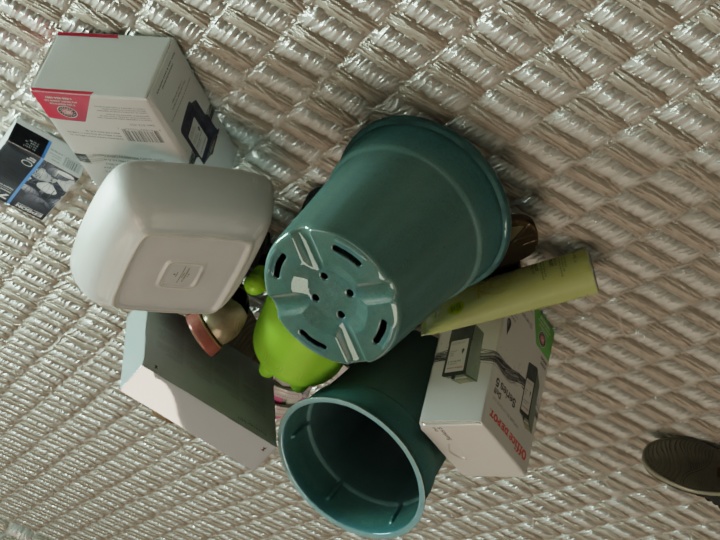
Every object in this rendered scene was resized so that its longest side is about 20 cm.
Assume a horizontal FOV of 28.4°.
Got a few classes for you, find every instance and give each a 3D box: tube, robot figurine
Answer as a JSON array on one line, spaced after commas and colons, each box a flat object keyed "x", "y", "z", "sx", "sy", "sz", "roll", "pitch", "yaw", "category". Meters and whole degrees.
[{"x": 0.160, "y": 0.027, "z": 1.565, "sx": 0.199, "sy": 0.052, "sz": 0.058, "roll": -16, "pitch": 165, "yaw": 11, "category": "tube"}, {"x": -0.055, "y": 0.054, "z": 1.636, "sx": 0.175, "sy": 0.116, "sz": 0.200, "roll": 26, "pitch": 137, "yaw": 0, "category": "robot figurine"}]

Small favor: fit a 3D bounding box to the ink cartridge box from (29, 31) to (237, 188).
[{"x": -0.237, "y": -0.158, "z": 1.522, "sx": 0.144, "sy": 0.085, "sz": 0.200, "roll": 7, "pitch": 151, "yaw": 22, "category": "ink cartridge box"}]

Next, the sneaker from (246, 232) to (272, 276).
[{"x": -0.153, "y": -0.052, "z": 1.694, "sx": 0.087, "sy": 0.076, "sz": 0.200, "roll": 4, "pitch": 160, "yaw": 19, "category": "sneaker"}]

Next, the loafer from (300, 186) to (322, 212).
[{"x": 0.020, "y": -0.052, "z": 1.571, "sx": 0.200, "sy": 0.071, "sz": 0.068, "roll": 1, "pitch": 149, "yaw": 31, "category": "loafer"}]

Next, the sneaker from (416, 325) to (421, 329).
[{"x": 0.000, "y": 0.000, "z": 1.708, "sx": 0.199, "sy": 0.073, "sz": 0.077, "roll": 23, "pitch": 127, "yaw": -8, "category": "sneaker"}]

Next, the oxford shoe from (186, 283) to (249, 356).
[{"x": -0.163, "y": 0.044, "z": 1.711, "sx": 0.071, "sy": 0.075, "sz": 0.200, "roll": 56, "pitch": -177, "yaw": -19, "category": "oxford shoe"}]

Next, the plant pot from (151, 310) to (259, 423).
[{"x": -0.186, "y": 0.123, "z": 1.875, "sx": 0.092, "sy": 0.201, "sz": 0.201, "roll": 27, "pitch": 155, "yaw": 9, "category": "plant pot"}]

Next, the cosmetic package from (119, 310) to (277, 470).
[{"x": -0.193, "y": 0.134, "z": 1.713, "sx": 0.200, "sy": 0.151, "sz": 0.052, "roll": 35, "pitch": 111, "yaw": -23, "category": "cosmetic package"}]

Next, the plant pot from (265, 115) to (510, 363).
[{"x": 0.017, "y": -0.021, "z": 1.403, "sx": 0.199, "sy": 0.196, "sz": 0.201, "roll": 18, "pitch": 128, "yaw": 24, "category": "plant pot"}]

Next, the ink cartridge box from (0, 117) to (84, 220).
[{"x": -0.415, "y": -0.116, "z": 1.767, "sx": 0.099, "sy": 0.039, "sz": 0.200, "roll": 27, "pitch": 153, "yaw": -18, "category": "ink cartridge box"}]

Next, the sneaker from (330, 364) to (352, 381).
[{"x": -0.001, "y": 0.113, "z": 1.914, "sx": 0.200, "sy": 0.076, "sz": 0.115, "roll": 13, "pitch": 163, "yaw": 30, "category": "sneaker"}]

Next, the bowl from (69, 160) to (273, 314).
[{"x": -0.200, "y": -0.021, "z": 1.537, "sx": 0.199, "sy": 0.075, "sz": 0.200, "roll": 5, "pitch": 139, "yaw": -29, "category": "bowl"}]

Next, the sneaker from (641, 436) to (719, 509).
[{"x": 0.471, "y": 0.290, "z": 1.917, "sx": 0.199, "sy": 0.075, "sz": 0.106, "roll": 14, "pitch": 151, "yaw": 8, "category": "sneaker"}]

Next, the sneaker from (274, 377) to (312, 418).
[{"x": -0.098, "y": 0.153, "z": 1.883, "sx": 0.081, "sy": 0.089, "sz": 0.200, "roll": 23, "pitch": 164, "yaw": 5, "category": "sneaker"}]

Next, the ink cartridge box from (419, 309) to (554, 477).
[{"x": 0.151, "y": 0.124, "z": 1.669, "sx": 0.084, "sy": 0.201, "sz": 0.146, "roll": -3, "pitch": 147, "yaw": 30, "category": "ink cartridge box"}]

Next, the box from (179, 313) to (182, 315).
[{"x": -0.252, "y": -0.013, "z": 1.728, "sx": 0.082, "sy": 0.068, "sz": 0.200, "roll": 41, "pitch": 172, "yaw": -24, "category": "box"}]

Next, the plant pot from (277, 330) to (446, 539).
[{"x": 0.034, "y": 0.183, "z": 1.719, "sx": 0.199, "sy": 0.196, "sz": 0.201, "roll": 18, "pitch": 129, "yaw": 24, "category": "plant pot"}]

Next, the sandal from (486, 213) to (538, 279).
[{"x": 0.147, "y": -0.031, "z": 1.552, "sx": 0.081, "sy": 0.055, "sz": 0.200, "roll": -12, "pitch": 165, "yaw": 2, "category": "sandal"}]
